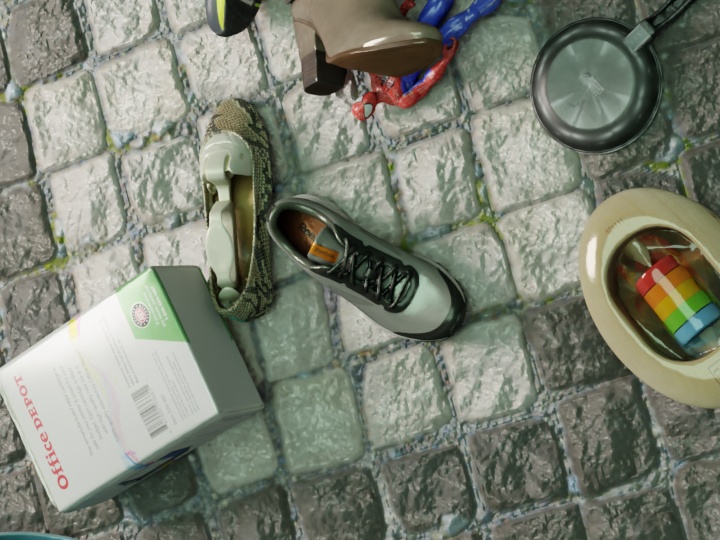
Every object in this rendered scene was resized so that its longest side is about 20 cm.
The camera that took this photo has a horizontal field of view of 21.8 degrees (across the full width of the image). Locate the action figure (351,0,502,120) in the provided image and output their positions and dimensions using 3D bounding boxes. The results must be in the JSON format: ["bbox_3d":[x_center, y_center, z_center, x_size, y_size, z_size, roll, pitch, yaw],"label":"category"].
[{"bbox_3d":[0.061,-0.205,1.603,0.065,0.052,0.200,45,105,12],"label":"action figure"}]

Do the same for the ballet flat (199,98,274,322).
[{"bbox_3d":[-0.113,-0.055,1.646,0.067,0.075,0.202,-5,87,23],"label":"ballet flat"}]

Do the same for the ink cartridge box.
[{"bbox_3d":[-0.207,0.105,1.659,0.199,0.087,0.146,-32,78,23],"label":"ink cartridge box"}]

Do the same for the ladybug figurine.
[{"bbox_3d":[0.260,0.024,1.509,0.135,0.072,0.201,-37,76,15],"label":"ladybug figurine"}]

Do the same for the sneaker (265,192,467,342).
[{"bbox_3d":[0.000,0.000,1.602,0.199,0.079,0.074,31,97,17],"label":"sneaker"}]

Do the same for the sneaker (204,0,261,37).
[{"bbox_3d":[-0.140,-0.301,1.671,0.081,0.074,0.201,-16,76,26],"label":"sneaker"}]

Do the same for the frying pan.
[{"bbox_3d":[0.227,-0.168,1.552,0.189,0.031,0.116,-23,82,21],"label":"frying pan"}]

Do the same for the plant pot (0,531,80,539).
[{"bbox_3d":[-0.294,0.361,1.651,0.199,0.200,0.189,16,109,20],"label":"plant pot"}]

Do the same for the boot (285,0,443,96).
[{"bbox_3d":[0.004,-0.234,1.572,0.199,0.070,0.147,-11,70,50],"label":"boot"}]
